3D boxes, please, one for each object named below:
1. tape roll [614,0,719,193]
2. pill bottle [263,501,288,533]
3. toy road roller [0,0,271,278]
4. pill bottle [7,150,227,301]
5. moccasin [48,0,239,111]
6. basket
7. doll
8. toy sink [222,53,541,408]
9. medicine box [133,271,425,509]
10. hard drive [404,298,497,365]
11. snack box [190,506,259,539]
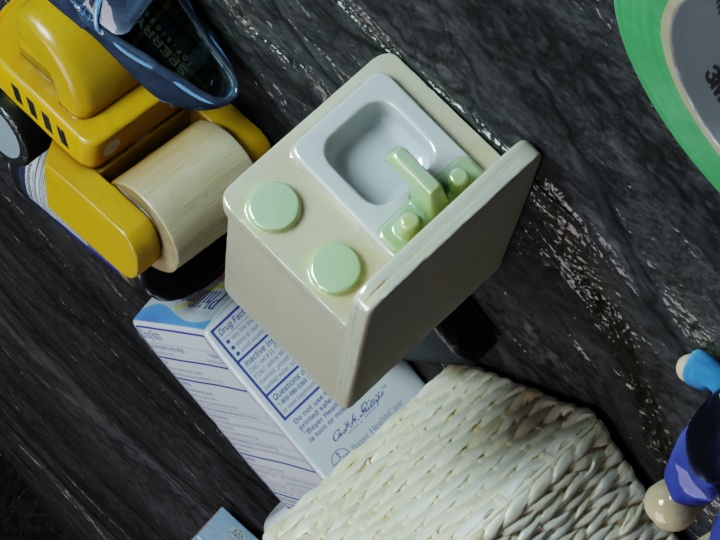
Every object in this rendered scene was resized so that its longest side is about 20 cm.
[{"bbox_3d":[0.184,-0.065,0.982,0.200,0.048,0.201,43,165,15],"label":"tape roll"},{"bbox_3d":[0.024,0.243,2.073,0.200,0.109,0.109,47,165,-2],"label":"pill bottle"},{"bbox_3d":[-0.156,-0.110,1.660,0.200,0.123,0.146,42,153,19],"label":"toy road roller"},{"bbox_3d":[-0.176,-0.074,1.812,0.200,0.112,0.112,38,162,32],"label":"pill bottle"},{"bbox_3d":[-0.138,-0.173,1.561,0.200,0.081,0.068,40,167,-35],"label":"moccasin"},{"bbox_3d":[0.074,0.189,1.635,0.161,0.200,0.198,56,163,-24],"label":"basket"},{"bbox_3d":[0.205,0.105,1.353,0.137,0.048,0.200,52,161,17],"label":"doll"},{"bbox_3d":[0.005,-0.028,1.407,0.112,0.130,0.200,44,166,10],"label":"toy sink"},{"bbox_3d":[-0.046,0.079,1.862,0.200,0.103,0.182,51,164,-15],"label":"medicine box"},{"bbox_3d":[0.000,0.000,1.672,0.140,0.033,0.200,51,165,-14],"label":"hard drive"},{"bbox_3d":[-0.106,0.355,2.784,0.169,0.068,0.200,41,163,13],"label":"snack box"}]
